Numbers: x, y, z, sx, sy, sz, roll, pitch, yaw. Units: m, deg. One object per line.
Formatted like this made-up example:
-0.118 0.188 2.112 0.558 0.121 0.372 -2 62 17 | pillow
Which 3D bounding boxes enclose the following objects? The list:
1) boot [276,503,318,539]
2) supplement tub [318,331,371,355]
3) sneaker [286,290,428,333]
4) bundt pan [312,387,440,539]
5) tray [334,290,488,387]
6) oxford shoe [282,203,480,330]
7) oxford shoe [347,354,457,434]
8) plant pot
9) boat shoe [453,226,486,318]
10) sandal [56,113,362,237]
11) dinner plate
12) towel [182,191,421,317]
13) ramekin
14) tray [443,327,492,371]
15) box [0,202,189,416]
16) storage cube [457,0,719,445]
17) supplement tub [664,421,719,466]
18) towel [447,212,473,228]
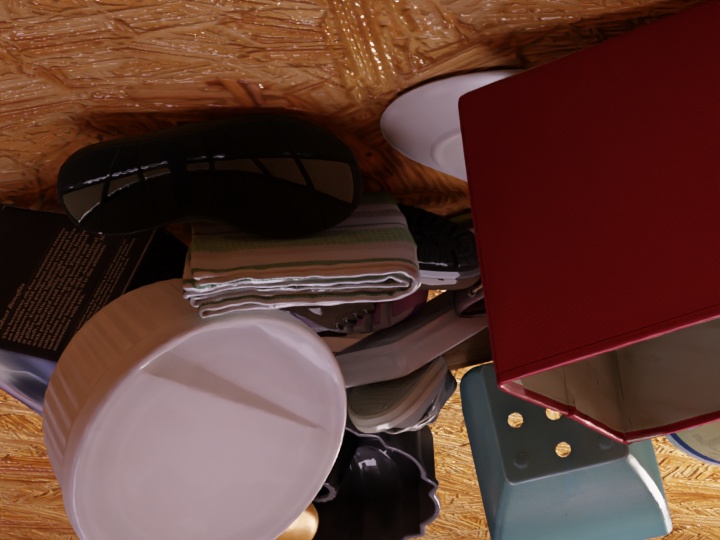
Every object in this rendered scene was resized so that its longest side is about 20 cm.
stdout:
-0.085 0.201 1.499 0.201 0.071 0.144 17 -175 -36 | boot
-0.076 0.089 1.708 0.200 0.123 0.123 5 163 -5 | supplement tub
-0.023 0.014 1.539 0.200 0.081 0.088 -3 168 38 | sneaker
-0.031 0.146 1.612 0.202 0.076 0.202 5 142 4 | bundt pan
0.058 0.038 1.496 0.200 0.022 0.107 -28 -172 -41 | tray
0.000 0.000 1.438 0.200 0.073 0.085 3 125 24 | oxford shoe
0.036 0.092 1.475 0.075 0.058 0.200 -19 -174 9 | oxford shoe
0.149 0.125 1.497 0.141 0.142 0.200 -13 161 4 | plant pot
0.149 0.000 1.402 0.200 0.072 0.072 -7 156 33 | boat shoe
-0.098 -0.065 1.312 0.201 0.080 0.057 0 -166 10 | sandal
0.112 -0.081 1.276 0.200 0.024 0.200 4 164 1 | dinner plate
-0.040 -0.013 1.322 0.149 0.031 0.200 -2 -164 -3 | towel
-0.116 0.097 1.324 0.202 0.203 0.094 18 -164 -39 | ramekin
0.133 0.034 1.544 0.099 0.037 0.200 -31 -172 -39 | tray
-0.176 0.056 1.472 0.198 0.123 0.200 9 156 44 | box
0.180 -0.022 1.139 0.200 0.180 0.171 -20 154 28 | storage cube
0.309 0.063 1.503 0.144 0.145 0.200 8 163 -14 | supplement tub
0.106 -0.026 1.470 0.086 0.018 0.200 15 160 -36 | towel
